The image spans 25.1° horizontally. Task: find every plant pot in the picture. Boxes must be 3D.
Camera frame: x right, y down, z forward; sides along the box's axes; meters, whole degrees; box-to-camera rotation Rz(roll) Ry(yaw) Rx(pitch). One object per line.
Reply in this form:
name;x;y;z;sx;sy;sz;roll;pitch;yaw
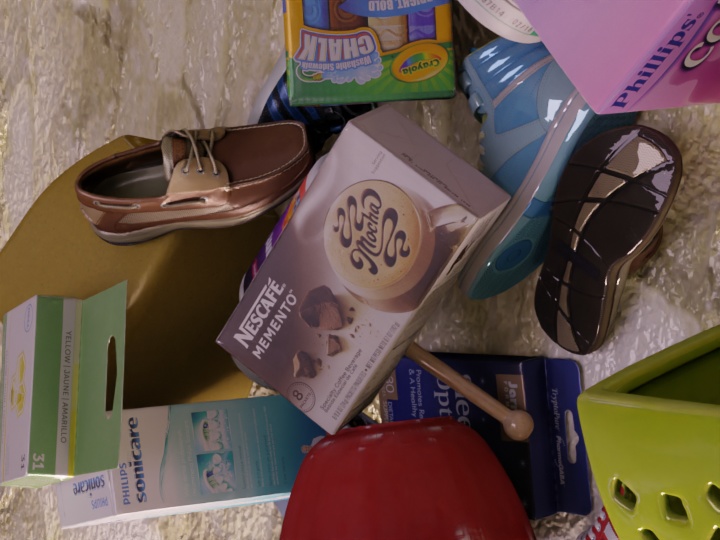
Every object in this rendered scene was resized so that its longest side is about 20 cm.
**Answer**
plant pot;-0.182;-0.003;1.434;0.195;0.194;0.201;44;114;34
plant pot;0.269;0.138;0.946;0.199;0.198;0.183;2;105;48

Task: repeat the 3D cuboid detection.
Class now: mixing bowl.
mixing bowl;0.027;0.166;1.181;0.200;0.199;0.109;-17;77;48

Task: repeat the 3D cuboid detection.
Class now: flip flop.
flip flop;0.176;-0.023;1.126;0.081;0.057;0.201;43;141;30

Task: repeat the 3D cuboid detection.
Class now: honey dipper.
honey dipper;0.045;0.064;1.209;0.200;0.038;0.038;34;124;9

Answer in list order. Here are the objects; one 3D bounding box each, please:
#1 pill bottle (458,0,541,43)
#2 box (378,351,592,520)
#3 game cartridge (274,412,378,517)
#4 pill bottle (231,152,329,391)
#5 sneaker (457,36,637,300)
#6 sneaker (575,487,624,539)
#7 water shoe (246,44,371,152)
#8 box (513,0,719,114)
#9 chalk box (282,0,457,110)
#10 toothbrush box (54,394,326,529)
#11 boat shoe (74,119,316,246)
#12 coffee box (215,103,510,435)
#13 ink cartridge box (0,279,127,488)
pill bottle;0.146;-0.253;1.063;0.200;0.113;0.113;-43;65;36
box;0.091;0.126;1.260;0.199;0.032;0.122;-2;95;48
game cartridge;-0.019;0.180;1.361;0.200;0.040;0.134;29;115;57
pill bottle;-0.032;0.007;1.316;0.112;0.111;0.200;56;133;25
sneaker;0.105;-0.087;1.174;0.131;0.079;0.200;48;120;29
sneaker;0.179;0.182;1.140;0.112;0.071;0.201;12;108;43
water shoe;-0.036;-0.137;1.326;0.079;0.071;0.201;44;127;32
box;0.221;-0.188;0.931;0.176;0.199;0.097;-52;59;39
chalk box;0.005;-0.181;1.199;0.125;0.123;0.201;-91;-1;-84
toothbrush box;-0.138;0.156;1.334;0.146;0.199;0.086;-24;72;61
boat shoe;-0.135;-0.076;1.295;0.199;0.074;0.076;-18;59;9
coffee box;0.000;0.000;1.142;0.113;0.080;0.200;38;115;10
ink cartridge box;-0.237;0.091;1.268;0.200;0.048;0.146;157;116;-62
